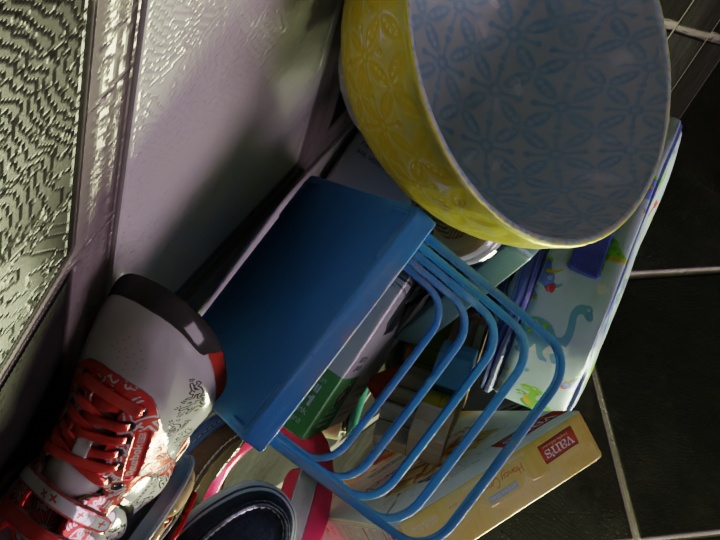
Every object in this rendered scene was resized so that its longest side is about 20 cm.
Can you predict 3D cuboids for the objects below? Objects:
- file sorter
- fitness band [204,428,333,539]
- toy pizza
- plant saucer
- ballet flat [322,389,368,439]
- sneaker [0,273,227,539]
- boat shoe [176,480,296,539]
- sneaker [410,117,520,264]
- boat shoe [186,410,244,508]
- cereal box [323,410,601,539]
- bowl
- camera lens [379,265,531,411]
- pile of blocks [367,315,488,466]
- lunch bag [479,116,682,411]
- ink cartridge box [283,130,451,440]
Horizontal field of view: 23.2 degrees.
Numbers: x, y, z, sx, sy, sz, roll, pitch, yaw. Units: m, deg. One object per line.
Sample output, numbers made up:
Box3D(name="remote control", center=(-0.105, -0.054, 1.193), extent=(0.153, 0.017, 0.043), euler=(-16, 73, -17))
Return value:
Box3D(name="file sorter", center=(0.000, 0.047, 0.946), extent=(0.139, 0.123, 0.200), euler=(-52, -162, -5))
Box3D(name="fitness band", center=(-0.086, 0.185, 1.187), extent=(0.143, 0.037, 0.200), euler=(-3, -118, 50))
Box3D(name="toy pizza", center=(-0.156, 0.185, 0.989), extent=(0.200, 0.032, 0.200), euler=(-46, -172, 8))
Box3D(name="plant saucer", center=(0.078, -0.002, 1.061), extent=(0.070, 0.019, 0.200), euler=(-45, -179, -25))
Box3D(name="ballet flat", center=(-0.002, 0.019, 1.245), extent=(0.069, 0.069, 0.200), euler=(74, 38, -78))
Box3D(name="sneaker", center=(-0.127, 0.088, 0.863), extent=(0.108, 0.067, 0.201), euler=(-52, 173, -28))
Box3D(name="boat shoe", center=(-0.096, 0.199, 0.990), extent=(0.200, 0.071, 0.091), euler=(-47, -169, -23))
Box3D(name="sneaker", center=(0.085, -0.063, 1.006), extent=(0.070, 0.108, 0.200), euler=(-28, -140, 27))
Box3D(name="boat shoe", center=(-0.131, 0.181, 1.148), extent=(0.200, 0.072, 0.072), euler=(-51, 171, -19))
Box3D(name="cereal box", center=(0.052, 0.141, 1.157), extent=(0.144, 0.040, 0.200), euler=(-30, -175, -21))
Box3D(name="bowl", center=(0.054, -0.104, 0.872), extent=(0.108, 0.200, 0.200), euler=(-9, -151, 46))
Box3D(name="camera lens", center=(0.082, 0.052, 1.366), extent=(0.160, 0.160, 0.200), euler=(-55, -170, 6))
Box3D(name="pile of blocks", center=(0.043, 0.066, 1.167), extent=(0.200, 0.062, 0.082), euler=(-50, 157, -75))
Box3D(name="lunch bag", center=(0.148, -0.013, 1.192), extent=(0.161, 0.082, 0.200), euler=(101, 12, -64))
Box3D(name="ink cartridge box", center=(0.000, 0.000, 1.133), extent=(0.200, 0.083, 0.147), euler=(-56, 171, 6))
